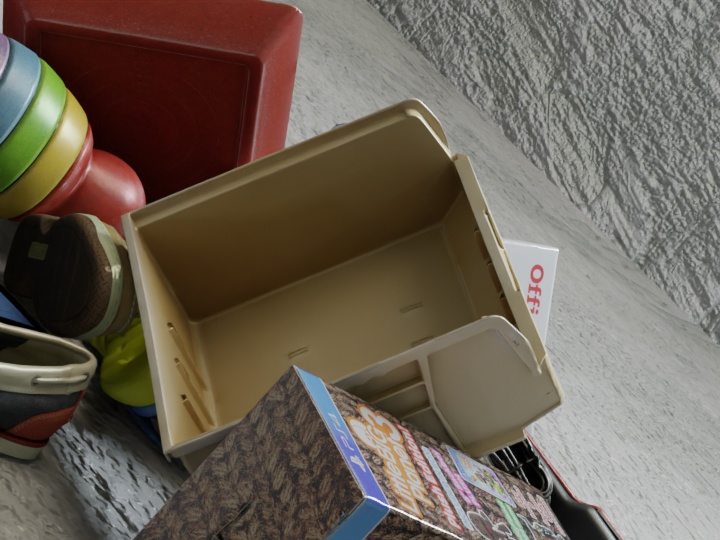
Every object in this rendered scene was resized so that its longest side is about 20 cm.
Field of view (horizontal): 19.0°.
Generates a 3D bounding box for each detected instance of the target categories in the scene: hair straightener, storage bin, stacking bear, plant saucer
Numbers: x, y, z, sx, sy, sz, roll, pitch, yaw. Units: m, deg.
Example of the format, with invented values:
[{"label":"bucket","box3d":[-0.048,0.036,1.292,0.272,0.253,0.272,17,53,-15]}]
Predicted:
[{"label":"hair straightener","box3d":[0.113,0.129,1.243,0.201,0.041,0.077,59,12,14]},{"label":"storage bin","box3d":[-0.013,0.024,1.175,0.200,0.198,0.094,-108,174,-51]},{"label":"stacking bear","box3d":[-0.224,-0.079,1.393,0.200,0.113,0.122,40,40,-30]},{"label":"plant saucer","box3d":[-0.149,-0.105,1.453,0.199,0.200,0.037,10,43,-1]}]

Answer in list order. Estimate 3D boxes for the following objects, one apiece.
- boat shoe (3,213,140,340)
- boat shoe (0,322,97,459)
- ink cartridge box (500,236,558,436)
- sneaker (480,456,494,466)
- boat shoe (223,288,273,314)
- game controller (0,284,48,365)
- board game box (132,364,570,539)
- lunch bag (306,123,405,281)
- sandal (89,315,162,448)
[{"label":"boat shoe","box3d":[-0.156,0.004,1.299,0.076,0.072,0.200,18,4,-23]},{"label":"boat shoe","box3d":[-0.225,0.039,1.110,0.200,0.063,0.071,28,19,-41]},{"label":"ink cartridge box","box3d":[0.031,0.038,1.517,0.199,0.145,0.084,7,2,-31]},{"label":"sneaker","box3d":[0.054,0.138,1.241,0.108,0.067,0.201,52,12,4]},{"label":"boat shoe","box3d":[-0.084,-0.014,1.376,0.069,0.071,0.200,45,11,-12]},{"label":"game controller","box3d":[-0.242,-0.001,1.251,0.200,0.042,0.104,44,13,17]},{"label":"board game box","box3d":[-0.002,0.165,1.081,0.200,0.160,0.097,30,20,-41]},{"label":"lunch bag","box3d":[0.000,0.000,1.361,0.075,0.201,0.160,8,5,3]},{"label":"sandal","box3d":[-0.121,0.058,1.356,0.087,0.079,0.200,54,9,-20]}]
